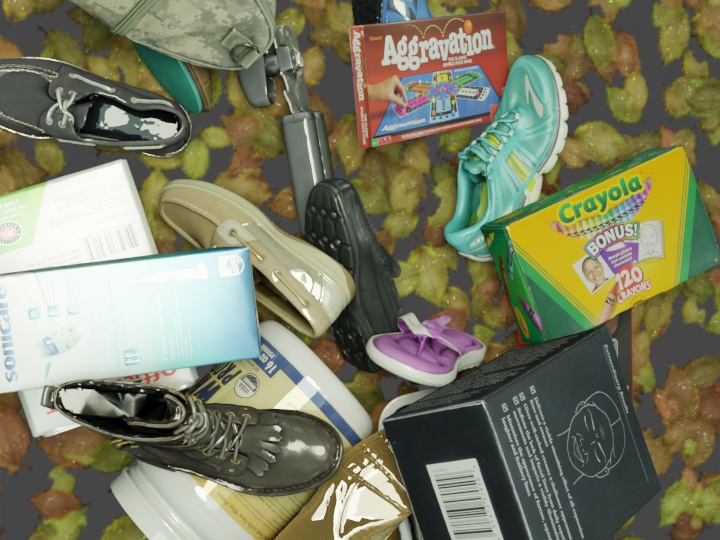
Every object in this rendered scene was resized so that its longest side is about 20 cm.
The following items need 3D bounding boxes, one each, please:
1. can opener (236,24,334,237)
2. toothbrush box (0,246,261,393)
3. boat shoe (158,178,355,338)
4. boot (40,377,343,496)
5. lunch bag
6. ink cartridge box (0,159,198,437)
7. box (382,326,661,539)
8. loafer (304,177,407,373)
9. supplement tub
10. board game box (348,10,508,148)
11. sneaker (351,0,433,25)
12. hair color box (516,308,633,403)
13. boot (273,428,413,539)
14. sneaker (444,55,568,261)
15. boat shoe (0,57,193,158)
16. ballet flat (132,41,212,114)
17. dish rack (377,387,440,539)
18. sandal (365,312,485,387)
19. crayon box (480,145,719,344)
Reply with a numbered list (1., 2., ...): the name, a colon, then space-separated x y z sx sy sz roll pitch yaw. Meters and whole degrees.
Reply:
1. can opener: -0.067 -0.127 0.973 0.066 0.053 0.201 -8 94 18
2. toothbrush box: -0.184 0.033 0.799 0.199 0.146 0.086 -6 93 -13
3. boat shoe: -0.102 -0.011 0.914 0.199 0.072 0.065 31 60 12
4. boot: -0.113 0.119 0.756 0.199 0.174 0.070 6 75 2
5. lunch bag: -0.141 -0.275 0.866 0.167 0.139 0.201 32 40 -36
6. ink cartridge box: -0.240 0.023 0.904 0.145 0.084 0.201 -18 95 -13
7. box: 0.135 0.149 0.844 0.199 0.107 0.149 -19 91 -48
8. loafer: 0.000 0.000 0.954 0.070 0.068 0.202 -38 129 -32
9. supplement tub: -0.102 0.158 0.911 0.200 0.144 0.145 -44 101 -10
10. board game box: 0.069 -0.178 0.957 0.199 0.019 0.104 -19 108 -43
11. sneaker: 0.041 -0.232 0.988 0.078 0.066 0.202 -7 92 -28
12. hair color box: 0.209 0.034 1.032 0.101 0.061 0.202 -2 91 -13
13. boot: -0.004 0.215 0.908 0.073 0.156 0.200 42 79 14
14. sneaker: 0.134 -0.106 0.982 0.079 0.077 0.201 12 96 -38
15. boat shoe: -0.243 -0.145 0.912 0.199 0.063 0.073 12 88 -14
16. ballet flat: -0.186 -0.233 0.933 0.200 0.068 0.072 46 61 -7
17. dish rack: 0.123 0.180 0.968 0.199 0.044 0.173 -13 91 -6
18. sandal: 0.062 0.060 0.937 0.082 0.202 0.050 21 99 18
19. crayon box: 0.224 -0.024 0.971 0.199 0.058 0.119 -24 99 -15
